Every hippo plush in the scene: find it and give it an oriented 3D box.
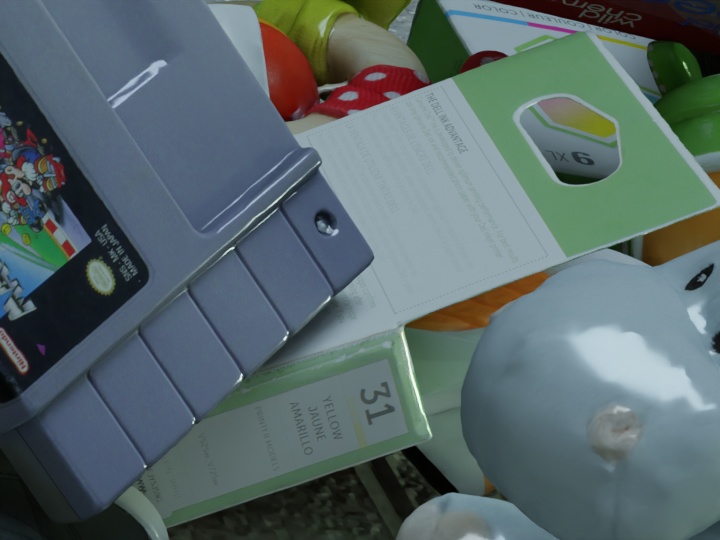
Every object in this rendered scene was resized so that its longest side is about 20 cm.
[{"bbox_3d":[0.099,0.077,0.735,0.199,0.161,0.160,-6,45,-14],"label":"hippo plush"}]

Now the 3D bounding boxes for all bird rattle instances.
[{"bbox_3d":[-0.021,-0.055,1.001,0.162,0.113,0.200,-12,41,-16],"label":"bird rattle"}]

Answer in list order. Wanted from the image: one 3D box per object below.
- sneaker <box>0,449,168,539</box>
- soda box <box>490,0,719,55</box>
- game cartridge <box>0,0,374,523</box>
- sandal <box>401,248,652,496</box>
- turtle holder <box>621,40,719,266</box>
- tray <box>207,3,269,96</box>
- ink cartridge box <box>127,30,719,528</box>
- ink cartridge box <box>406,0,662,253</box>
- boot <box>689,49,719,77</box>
[{"bbox_3d":[-0.146,0.070,0.727,0.199,0.071,0.099,19,23,-9],"label":"sneaker"},{"bbox_3d":[0.134,-0.111,0.948,0.199,0.070,0.064,13,73,-12],"label":"soda box"},{"bbox_3d":[-0.091,-0.048,0.738,0.200,0.038,0.130,56,47,-12],"label":"game cartridge"},{"bbox_3d":[0.010,0.046,0.895,0.206,0.059,0.079,-17,30,-17],"label":"sandal"},{"bbox_3d":[0.163,0.006,0.975,0.140,0.132,0.186,4,-19,13],"label":"turtle holder"},{"bbox_3d":[-0.081,-0.036,0.886,0.107,0.022,0.200,-17,29,4],"label":"tray"},{"bbox_3d":[0.000,0.000,0.852,0.199,0.048,0.146,-17,28,-5],"label":"ink cartridge box"},{"bbox_3d":[0.090,-0.033,1.073,0.103,0.060,0.200,8,30,-23],"label":"ink cartridge box"},{"bbox_3d":[0.219,-0.046,1.153,0.200,0.073,0.151,43,16,4],"label":"boot"}]
